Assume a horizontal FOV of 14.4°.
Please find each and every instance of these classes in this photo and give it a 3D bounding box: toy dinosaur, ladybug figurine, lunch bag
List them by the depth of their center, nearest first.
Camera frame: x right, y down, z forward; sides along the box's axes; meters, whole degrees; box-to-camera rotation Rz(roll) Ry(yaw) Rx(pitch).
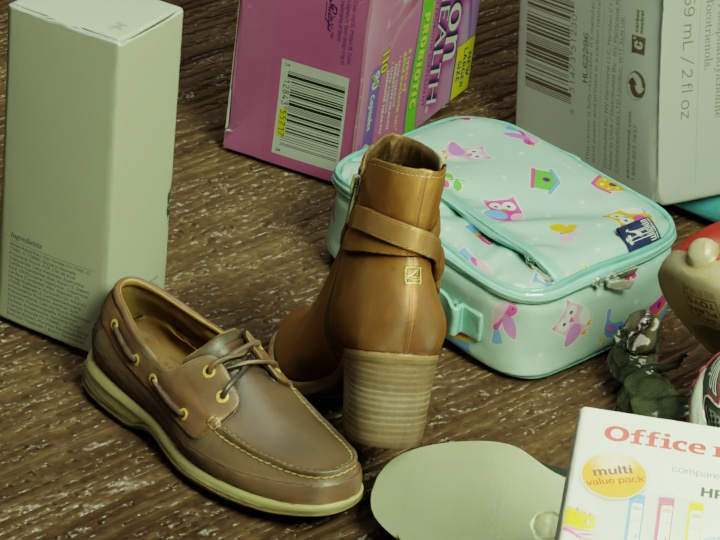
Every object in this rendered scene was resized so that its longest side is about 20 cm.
[{"bbox_3d":[0.245,0.028,1.594,0.136,0.072,0.200,23,-12,45],"label":"ladybug figurine"},{"bbox_3d":[0.185,0.087,1.599,0.088,0.048,0.200,4,26,0],"label":"toy dinosaur"},{"bbox_3d":[0.084,-0.018,1.732,0.160,0.077,0.200,-18,38,-39],"label":"lunch bag"}]

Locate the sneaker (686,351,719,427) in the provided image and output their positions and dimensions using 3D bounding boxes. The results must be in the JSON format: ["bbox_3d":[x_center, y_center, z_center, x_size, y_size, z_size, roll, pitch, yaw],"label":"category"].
[{"bbox_3d":[0.239,0.114,1.489,0.080,0.075,0.200,-7,48,-24],"label":"sneaker"}]

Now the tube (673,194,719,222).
[{"bbox_3d":[0.293,-0.031,1.850,0.200,0.051,0.077,19,19,31],"label":"tube"}]

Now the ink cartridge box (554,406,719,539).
[{"bbox_3d":[0.147,0.165,1.324,0.128,0.125,0.200,9,42,4],"label":"ink cartridge box"}]

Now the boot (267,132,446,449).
[{"bbox_3d":[0.000,0.000,1.571,0.076,0.156,0.200,4,11,-11],"label":"boot"}]

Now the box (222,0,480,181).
[{"bbox_3d":[0.002,-0.180,1.905,0.096,0.176,0.200,18,30,19],"label":"box"}]

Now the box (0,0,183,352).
[{"bbox_3d":[-0.155,-0.060,1.620,0.082,0.200,0.068,21,31,24],"label":"box"}]

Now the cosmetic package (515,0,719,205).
[{"bbox_3d":[0.230,-0.156,1.899,0.200,0.168,0.166,-12,22,-30],"label":"cosmetic package"}]

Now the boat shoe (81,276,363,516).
[{"bbox_3d":[-0.077,0.068,1.546,0.072,0.068,0.200,-20,39,-41],"label":"boat shoe"}]

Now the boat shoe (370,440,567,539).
[{"bbox_3d":[0.103,0.136,1.482,0.201,0.063,0.074,5,65,20],"label":"boat shoe"}]
